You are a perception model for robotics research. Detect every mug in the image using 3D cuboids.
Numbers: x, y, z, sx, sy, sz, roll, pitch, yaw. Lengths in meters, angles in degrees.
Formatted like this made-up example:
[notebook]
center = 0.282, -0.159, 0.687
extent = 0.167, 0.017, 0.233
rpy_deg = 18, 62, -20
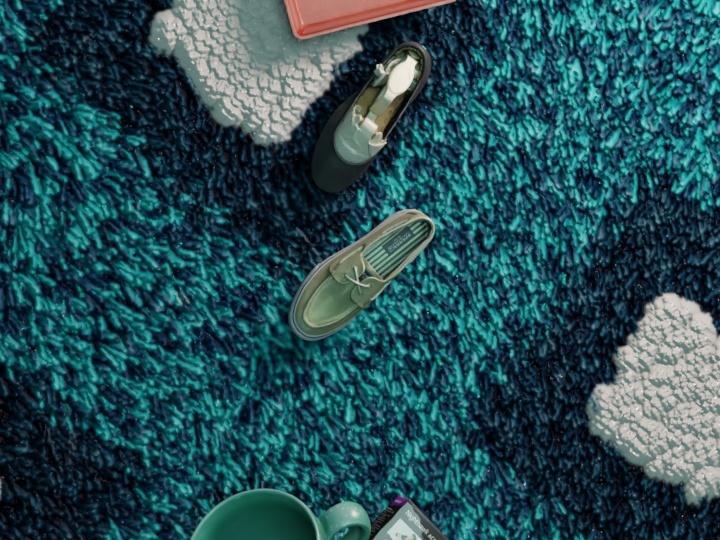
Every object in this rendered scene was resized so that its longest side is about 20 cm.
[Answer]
[mug]
center = -0.081, 0.323, 1.689
extent = 0.184, 0.114, 0.152
rpy_deg = 1, 57, 22

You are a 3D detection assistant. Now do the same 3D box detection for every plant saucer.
[plant saucer]
center = -0.009, -0.375, 1.801
extent = 0.199, 0.037, 0.200
rpy_deg = -16, 91, -11

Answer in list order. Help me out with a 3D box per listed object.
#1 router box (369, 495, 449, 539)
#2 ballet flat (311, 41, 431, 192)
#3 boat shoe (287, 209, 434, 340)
[router box]
center = 0.066, 0.374, 1.775
extent = 0.149, 0.051, 0.200
rpy_deg = -45, 97, -12
[ballet flat]
center = 0.013, -0.176, 1.780
extent = 0.073, 0.073, 0.200
rpy_deg = 37, 81, -8
[boat shoe]
center = 0.000, 0.000, 1.772
extent = 0.200, 0.062, 0.072
rpy_deg = -44, 96, -9
